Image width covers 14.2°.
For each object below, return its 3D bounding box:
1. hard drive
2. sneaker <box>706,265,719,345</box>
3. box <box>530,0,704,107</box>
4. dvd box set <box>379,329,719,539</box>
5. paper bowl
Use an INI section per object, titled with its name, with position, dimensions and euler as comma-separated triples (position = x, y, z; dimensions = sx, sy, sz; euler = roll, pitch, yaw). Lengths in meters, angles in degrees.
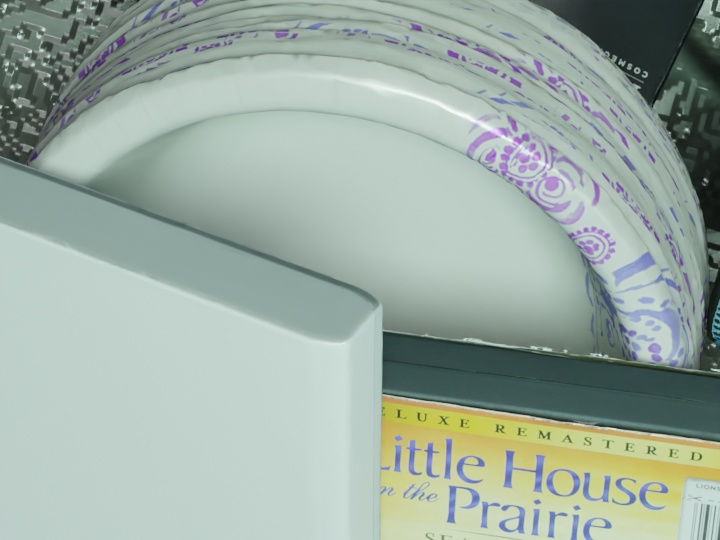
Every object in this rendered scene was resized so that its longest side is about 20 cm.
[hard drive]
position = -0.056, 0.072, 0.796
dimensions = 0.131, 0.201, 0.027
euler = 20, 42, 23
[sneaker]
position = 0.158, -0.015, 0.851
dimensions = 0.073, 0.199, 0.082
euler = 27, 106, 34
[box]
position = 0.021, -0.140, 0.889
dimensions = 0.199, 0.079, 0.142
euler = 27, 79, -1
[dvd box set]
position = 0.062, 0.109, 0.811
dimensions = 0.145, 0.201, 0.029
euler = 7, 38, 7
[paper bowl]
position = 0.000, 0.000, 0.830
dimensions = 0.199, 0.201, 0.105
euler = 19, 38, -2
